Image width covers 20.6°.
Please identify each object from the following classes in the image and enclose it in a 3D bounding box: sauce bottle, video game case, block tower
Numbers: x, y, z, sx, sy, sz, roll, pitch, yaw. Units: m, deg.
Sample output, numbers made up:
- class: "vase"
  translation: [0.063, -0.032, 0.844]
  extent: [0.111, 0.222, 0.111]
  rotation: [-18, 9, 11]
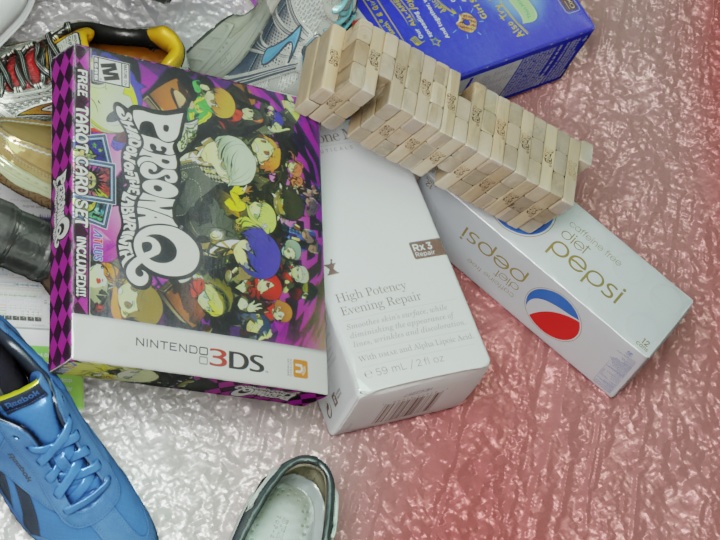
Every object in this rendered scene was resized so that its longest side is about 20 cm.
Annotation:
- class: "sauce bottle"
  translation: [-0.147, 0.010, 1.238]
  extent: [0.200, 0.065, 0.065]
  rotation: [22, 55, -25]
- class: "video game case"
  translation: [-0.104, -0.025, 1.214]
  extent: [0.181, 0.036, 0.201]
  rotation: [11, 68, -34]
- class: "block tower"
  translation: [0.057, -0.092, 1.295]
  extent: [0.200, 0.054, 0.058]
  rotation: [25, 56, -23]

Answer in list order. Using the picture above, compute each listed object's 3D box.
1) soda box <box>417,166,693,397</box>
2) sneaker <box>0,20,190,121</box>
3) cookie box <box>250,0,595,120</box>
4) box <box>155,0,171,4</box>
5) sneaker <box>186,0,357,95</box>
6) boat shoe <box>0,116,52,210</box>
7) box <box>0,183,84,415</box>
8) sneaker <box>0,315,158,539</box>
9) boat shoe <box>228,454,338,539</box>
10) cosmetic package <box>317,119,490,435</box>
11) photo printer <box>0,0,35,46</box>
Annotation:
- class: "soda box"
  translation: [0.127, -0.009, 1.372]
  extent: [0.200, 0.064, 0.068]
  rotation: [41, 55, 6]
- class: "sneaker"
  translation: [-0.210, -0.134, 1.318]
  extent: [0.199, 0.082, 0.078]
  rotation: [-8, 65, -19]
- class: "cookie box"
  translation: [0.039, -0.196, 1.443]
  extent: [0.200, 0.075, 0.171]
  rotation: [-21, 69, -28]
- class: "box"
  translation: [-0.186, -0.259, 1.309]
  extent: [0.199, 0.044, 0.160]
  rotation: [21, 38, 6]
- class: "sneaker"
  translation: [-0.033, -0.160, 1.336]
  extent: [0.086, 0.200, 0.078]
  rotation: [55, 42, 3]
- class: "boat shoe"
  translation: [-0.149, -0.072, 1.266]
  extent: [0.200, 0.076, 0.072]
  rotation: [15, 27, -41]
- class: "box"
  translation: [-0.250, 0.004, 1.255]
  extent: [0.144, 0.036, 0.201]
  rotation: [4, 59, -17]
- class: "sneaker"
  translation: [-0.187, 0.105, 1.167]
  extent: [0.066, 0.078, 0.200]
  rotation: [-39, 97, -19]
- class: "boat shoe"
  translation: [-0.063, 0.201, 1.186]
  extent: [0.075, 0.060, 0.200]
  rotation: [18, 57, -8]
- class: "cosmetic package"
  translation: [0.000, 0.000, 1.319]
  extent: [0.101, 0.074, 0.200]
  rotation: [-12, 67, -25]
- class: "photo printer"
  translation: [-0.315, -0.164, 1.273]
  extent: [0.166, 0.070, 0.200]
  rotation: [14, 47, 23]
